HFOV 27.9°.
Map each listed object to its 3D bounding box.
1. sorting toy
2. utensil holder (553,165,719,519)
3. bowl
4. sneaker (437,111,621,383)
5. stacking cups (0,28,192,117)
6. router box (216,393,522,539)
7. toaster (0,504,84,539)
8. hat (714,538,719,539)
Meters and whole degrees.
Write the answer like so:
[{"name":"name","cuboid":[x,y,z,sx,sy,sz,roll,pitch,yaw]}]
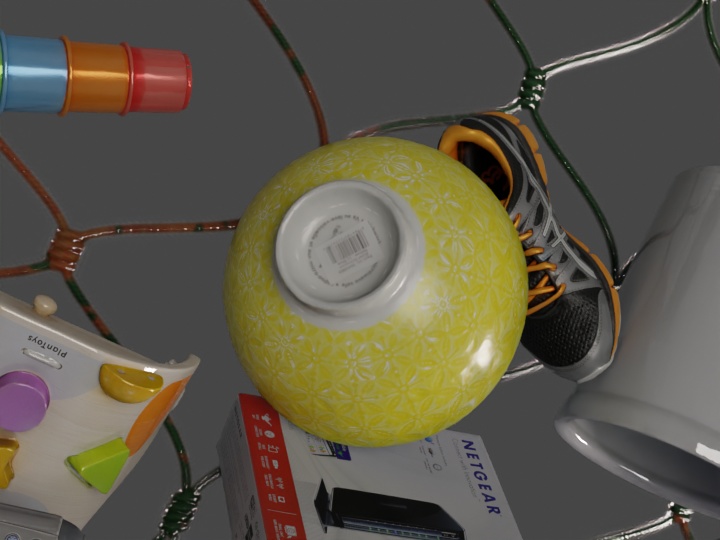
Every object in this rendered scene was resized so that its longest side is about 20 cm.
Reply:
[{"name":"sorting toy","cuboid":[-0.215,0.099,0.830,0.200,0.107,0.180,26,98,-19]},{"name":"utensil holder","cuboid":[0.251,0.053,1.007,0.170,0.170,0.200,32,74,-18]},{"name":"bowl","cuboid":[0.000,0.000,0.885,0.199,0.108,0.201,-3,73,11]},{"name":"sneaker","cuboid":[0.104,-0.016,0.968,0.077,0.078,0.200,2,58,-62]},{"name":"stacking cups","cuboid":[-0.205,-0.124,0.891,0.199,0.060,0.061,-2,89,-26]},{"name":"router box","cuboid":[0.012,0.168,0.893,0.179,0.200,0.049,12,120,-21]},{"name":"toaster","cuboid":[-0.233,0.196,0.763,0.129,0.200,0.114,20,44,-10]},{"name":"hat","cuboid":[0.265,0.194,1.018,0.165,0.176,0.200,-10,127,10]}]
